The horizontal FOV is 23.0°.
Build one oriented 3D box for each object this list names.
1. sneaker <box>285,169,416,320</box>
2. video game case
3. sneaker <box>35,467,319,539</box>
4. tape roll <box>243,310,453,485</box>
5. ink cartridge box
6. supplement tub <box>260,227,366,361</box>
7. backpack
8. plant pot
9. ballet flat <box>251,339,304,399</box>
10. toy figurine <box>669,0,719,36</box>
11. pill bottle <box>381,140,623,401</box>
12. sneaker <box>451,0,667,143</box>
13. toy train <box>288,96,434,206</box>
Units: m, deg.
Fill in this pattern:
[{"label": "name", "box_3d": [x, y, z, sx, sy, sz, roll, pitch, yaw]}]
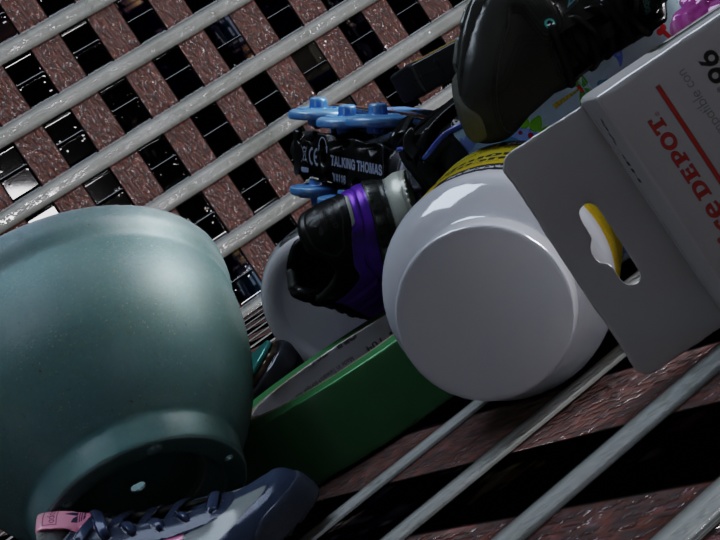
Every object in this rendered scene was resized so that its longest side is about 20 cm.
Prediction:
[{"label": "sneaker", "box_3d": [0.000, -0.001, 1.196, 0.099, 0.070, 0.200, -17, -28, 1]}, {"label": "video game case", "box_3d": [0.110, -0.170, 1.218, 0.181, 0.026, 0.200, -29, 5, -1]}, {"label": "sneaker", "box_3d": [-0.118, 0.144, 0.887, 0.200, 0.082, 0.070, -34, 4, -4]}, {"label": "tape roll", "box_3d": [0.004, 0.068, 1.084, 0.200, 0.048, 0.200, -34, 3, 2]}, {"label": "ink cartridge box", "box_3d": [0.168, -0.052, 0.693, 0.200, 0.116, 0.068, -34, 2, 5]}, {"label": "supplement tub", "box_3d": [0.010, -0.003, 1.398, 0.123, 0.123, 0.200, -32, 3, 25]}, {"label": "backpack", "box_3d": [0.139, -0.082, 1.087, 0.200, 0.147, 0.183, -37, 6, 1]}, {"label": "plant pot", "box_3d": [-0.141, 0.081, 0.973, 0.200, 0.134, 0.200, -20, -37, -16]}, {"label": "ballet flat", "box_3d": [-0.077, 0.095, 1.317, 0.073, 0.073, 0.200, -35, 5, -22]}, {"label": "toy figurine", "box_3d": [0.231, -0.137, 0.932, 0.184, 0.200, 0.150, -50, -1, -27]}, {"label": "pill bottle", "box_3d": [0.072, 0.001, 0.875, 0.112, 0.112, 0.200, -33, 4, 14]}, {"label": "sneaker", "box_3d": [0.118, -0.145, 0.963, 0.079, 0.075, 0.200, 14, 56, 34]}, {"label": "toy train", "box_3d": [0.022, -0.083, 1.302, 0.114, 0.087, 0.200, -4, 9, -24]}]
